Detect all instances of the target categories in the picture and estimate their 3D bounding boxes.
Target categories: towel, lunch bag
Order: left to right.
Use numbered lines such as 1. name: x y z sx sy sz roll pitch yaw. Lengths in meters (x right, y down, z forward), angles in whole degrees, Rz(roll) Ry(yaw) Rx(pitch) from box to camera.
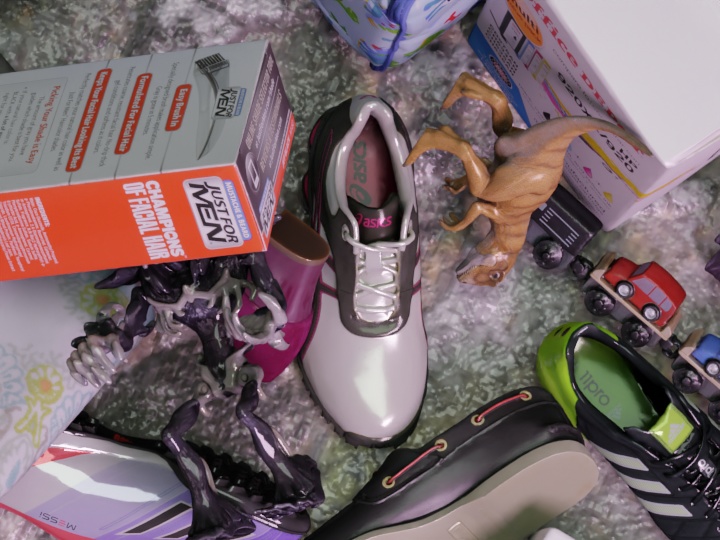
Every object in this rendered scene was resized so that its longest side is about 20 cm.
1. towel: -0.234 0.022 1.436 0.200 0.048 0.171 32 49 7
2. lunch bag: 0.052 -0.194 1.455 0.161 0.200 0.082 -42 87 -10

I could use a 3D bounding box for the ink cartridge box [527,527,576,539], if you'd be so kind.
1. ink cartridge box: 0.110 0.264 1.450 0.145 0.083 0.200 31 80 0

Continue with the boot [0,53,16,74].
1. boot: -0.248 -0.138 1.457 0.068 0.131 0.200 -38 86 -9

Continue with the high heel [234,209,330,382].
1. high heel: -0.106 -0.024 1.491 0.200 0.096 0.067 41 37 25

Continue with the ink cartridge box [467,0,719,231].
1. ink cartridge box: 0.166 -0.133 1.455 0.144 0.200 0.147 -35 85 -9

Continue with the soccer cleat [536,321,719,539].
1. soccer cleat: 0.178 0.105 1.481 0.200 0.081 0.068 42 81 2

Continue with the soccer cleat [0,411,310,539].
1. soccer cleat: -0.128 0.128 1.467 0.199 0.068 0.073 17 98 -2

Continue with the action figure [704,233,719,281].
1. action figure: 0.271 0.056 1.481 0.069 0.130 0.200 -34 79 8

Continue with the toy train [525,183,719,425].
1. toy train: 0.161 0.016 1.509 0.200 0.034 0.046 42 117 3

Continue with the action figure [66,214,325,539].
1. action figure: -0.085 0.040 1.395 0.118 0.102 0.201 -21 82 15

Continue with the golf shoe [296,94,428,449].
1. golf shoe: 0.000 0.000 1.480 0.077 0.088 0.201 -4 83 -7

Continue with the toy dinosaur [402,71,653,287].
1. toy dinosaur: 0.088 -0.062 1.433 0.106 0.200 0.060 33 59 0

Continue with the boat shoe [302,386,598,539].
1. boat shoe: 0.033 0.136 1.477 0.201 0.074 0.063 -30 49 1

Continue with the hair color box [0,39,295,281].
1. hair color box: -0.143 -0.055 1.392 0.199 0.064 0.111 -7 39 15
